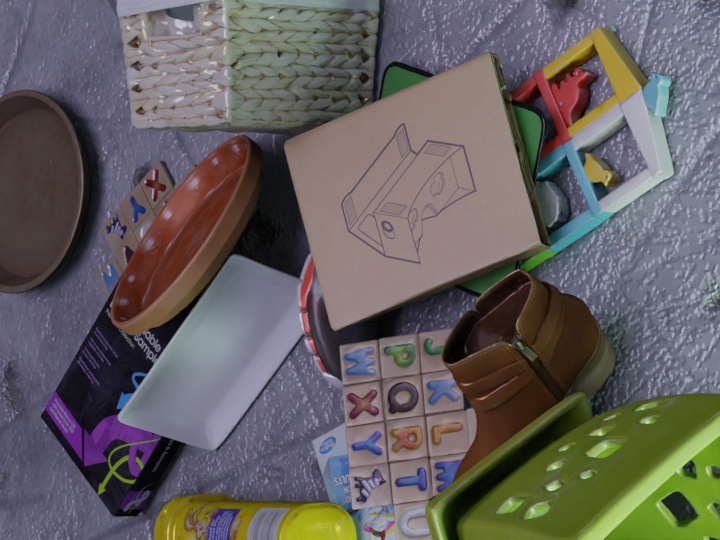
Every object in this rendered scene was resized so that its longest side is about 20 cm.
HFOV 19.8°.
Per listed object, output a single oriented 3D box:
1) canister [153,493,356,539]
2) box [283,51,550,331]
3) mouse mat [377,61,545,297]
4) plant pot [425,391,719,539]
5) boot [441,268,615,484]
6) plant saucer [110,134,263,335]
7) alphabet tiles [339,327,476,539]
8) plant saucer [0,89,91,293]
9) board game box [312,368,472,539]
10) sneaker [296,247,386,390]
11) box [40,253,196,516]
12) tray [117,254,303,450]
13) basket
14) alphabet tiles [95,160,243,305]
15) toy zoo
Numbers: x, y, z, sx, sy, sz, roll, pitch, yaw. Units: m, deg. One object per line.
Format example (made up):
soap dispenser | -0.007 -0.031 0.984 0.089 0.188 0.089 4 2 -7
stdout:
canister | -0.087 0.263 1.724 0.199 0.086 0.150 -8 83 54
box | 0.042 -0.061 1.635 0.199 0.021 0.165 -22 74 26
mouse mat | 0.070 -0.073 1.672 0.199 0.007 0.162 24 109 46
plant pot | 0.166 0.205 1.432 0.181 0.199 0.201 8 122 48
boot | 0.098 0.099 1.523 0.073 0.155 0.201 29 85 36
plant saucer | -0.147 -0.028 1.795 0.200 0.032 0.201 -46 21 23
alphabet tiles | 0.070 0.144 1.611 0.166 0.008 0.202 -9 73 14
plant saucer | -0.331 -0.077 2.034 0.199 0.029 0.202 -5 83 42
board game box | 0.053 0.202 1.661 0.151 0.047 0.201 -32 66 35
sneaker | 0.000 0.000 1.698 0.082 0.077 0.202 -5 88 43
box | -0.208 0.105 1.898 0.143 0.036 0.201 47 115 34
tray | -0.121 0.069 1.793 0.200 0.107 0.022 -53 36 24
basket | -0.092 -0.178 1.724 0.135 0.199 0.124 1 91 41
alphabet tiles | -0.175 0.007 1.904 0.166 0.006 0.201 -44 60 29
toy zoo | 0.164 -0.097 1.605 0.200 0.020 0.132 -36 64 34
